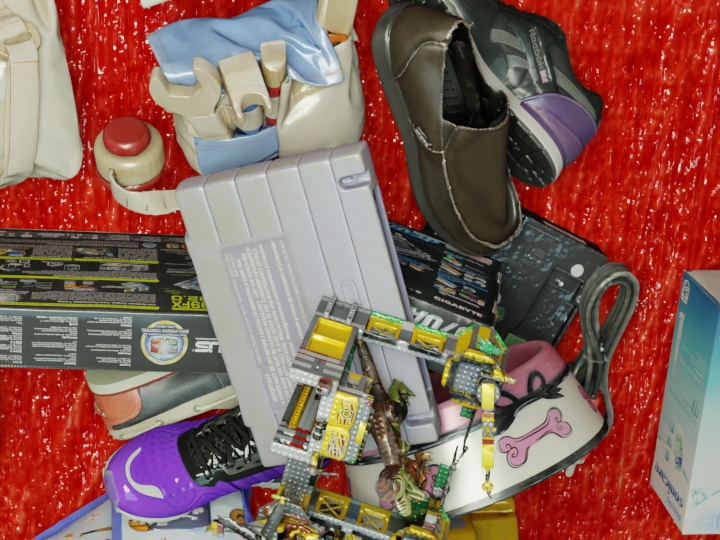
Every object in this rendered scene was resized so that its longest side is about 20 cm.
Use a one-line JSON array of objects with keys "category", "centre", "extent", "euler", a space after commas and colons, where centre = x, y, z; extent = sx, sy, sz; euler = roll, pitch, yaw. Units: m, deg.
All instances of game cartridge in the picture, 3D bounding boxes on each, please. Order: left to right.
[{"category": "game cartridge", "centre": [-0.032, 0.025, 0.885], "extent": [0.128, 0.038, 0.202], "euler": [-8, 111, 18]}]

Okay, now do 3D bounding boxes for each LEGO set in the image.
[{"category": "LEGO set", "centre": [0.006, 0.118, 0.835], "extent": [0.153, 0.116, 0.201], "euler": [24, 116, 0]}]

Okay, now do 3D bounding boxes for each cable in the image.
[{"category": "cable", "centre": [0.184, 0.087, 1.095], "extent": [0.096, 0.051, 0.201], "euler": [9, 126, -24]}]

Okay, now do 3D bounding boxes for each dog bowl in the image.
[{"category": "dog bowl", "centre": [0.073, 0.115, 1.004], "extent": [0.199, 0.200, 0.074], "euler": [-22, 92, 0]}]

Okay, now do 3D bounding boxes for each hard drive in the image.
[{"category": "hard drive", "centre": [0.086, 0.041, 1.094], "extent": [0.139, 0.038, 0.201], "euler": [24, 105, -16]}]

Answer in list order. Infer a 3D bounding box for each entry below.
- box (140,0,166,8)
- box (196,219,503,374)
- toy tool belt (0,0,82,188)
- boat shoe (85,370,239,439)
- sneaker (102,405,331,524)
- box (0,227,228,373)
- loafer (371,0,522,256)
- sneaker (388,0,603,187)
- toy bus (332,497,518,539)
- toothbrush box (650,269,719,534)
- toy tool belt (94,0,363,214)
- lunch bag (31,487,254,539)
[{"category": "box", "centre": [-0.068, -0.263, 0.908], "extent": [0.198, 0.128, 0.110], "euler": [-19, 113, 0]}, {"category": "box", "centre": [0.000, 0.000, 0.975], "extent": [0.198, 0.159, 0.046], "euler": [21, 108, 1]}, {"category": "toy tool belt", "centre": [-0.261, -0.150, 0.927], "extent": [0.122, 0.125, 0.202], "euler": [-12, 111, -12]}, {"category": "boat shoe", "centre": [-0.108, 0.076, 1.062], "extent": [0.198, 0.071, 0.063], "euler": [-17, 119, -1]}, {"category": "sneaker", "centre": [-0.092, 0.126, 1.028], "extent": [0.199, 0.070, 0.100], "euler": [-9, 156, -38]}, {"category": "box", "centre": [-0.173, 0.019, 0.982], "extent": [0.198, 0.160, 0.045], "euler": [2, 111, -10]}, {"category": "loafer", "centre": [0.071, -0.092, 0.968], "extent": [0.073, 0.071, 0.201], "euler": [-47, 125, -31]}, {"category": "sneaker", "centre": [0.100, -0.164, 1.014], "extent": [0.088, 0.076, 0.201], "euler": [-43, 105, -22]}, {"category": "toy bus", "centre": [0.032, 0.228, 1.134], "extent": [0.198, 0.078, 0.066], "euler": [-7, 112, -5]}, {"category": "toothbrush box", "centre": [0.329, 0.107, 1.129], "extent": [0.145, 0.085, 0.202], "euler": [2, 112, -9]}, {"category": "toy tool belt", "centre": [-0.091, -0.132, 0.938], "extent": [0.198, 0.125, 0.123], "euler": [-19, 142, -15]}, {"category": "lunch bag", "centre": [-0.167, 0.242, 1.063], "extent": [0.199, 0.170, 0.124], "euler": [-31, 117, 5]}]
